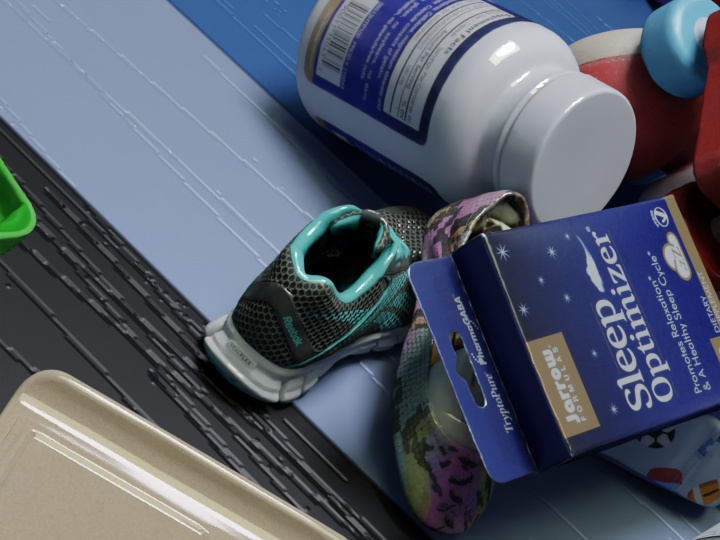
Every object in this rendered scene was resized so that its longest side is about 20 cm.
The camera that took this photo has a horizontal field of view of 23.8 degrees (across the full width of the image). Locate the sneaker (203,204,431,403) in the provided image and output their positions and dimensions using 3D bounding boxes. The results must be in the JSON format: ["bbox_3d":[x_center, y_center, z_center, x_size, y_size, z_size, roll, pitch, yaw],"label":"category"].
[{"bbox_3d":[0.000,0.000,0.943,0.077,0.091,0.200,40,36,9],"label":"sneaker"}]

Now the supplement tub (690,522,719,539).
[{"bbox_3d":[0.220,0.180,0.875,0.199,0.123,0.123,-17,58,-46],"label":"supplement tub"}]

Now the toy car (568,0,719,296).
[{"bbox_3d":[0.209,-0.050,1.137,0.175,0.184,0.202,6,72,-32],"label":"toy car"}]

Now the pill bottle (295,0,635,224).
[{"bbox_3d":[0.064,-0.104,1.038,0.119,0.121,0.199,-8,32,-43],"label":"pill bottle"}]

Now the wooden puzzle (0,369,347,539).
[{"bbox_3d":[-0.106,0.155,0.734,0.184,0.037,0.201,31,40,-4],"label":"wooden puzzle"}]

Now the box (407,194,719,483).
[{"bbox_3d":[0.121,0.032,0.896,0.199,0.032,0.122,-12,76,-42],"label":"box"}]

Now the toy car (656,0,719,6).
[{"bbox_3d":[0.289,-0.300,1.485,0.198,0.175,0.152,9,78,-30],"label":"toy car"}]

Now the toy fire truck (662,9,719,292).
[{"bbox_3d":[0.275,-0.050,1.033,0.199,0.112,0.169,36,51,-24],"label":"toy fire truck"}]

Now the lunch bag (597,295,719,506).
[{"bbox_3d":[0.161,0.041,1.035,0.199,0.076,0.161,34,33,-1],"label":"lunch bag"}]

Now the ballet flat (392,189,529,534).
[{"bbox_3d":[0.061,0.039,0.914,0.069,0.071,0.202,25,54,-23],"label":"ballet flat"}]

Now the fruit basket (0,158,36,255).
[{"bbox_3d":[-0.246,-0.087,0.764,0.155,0.216,0.216,-11,54,-44],"label":"fruit basket"}]
